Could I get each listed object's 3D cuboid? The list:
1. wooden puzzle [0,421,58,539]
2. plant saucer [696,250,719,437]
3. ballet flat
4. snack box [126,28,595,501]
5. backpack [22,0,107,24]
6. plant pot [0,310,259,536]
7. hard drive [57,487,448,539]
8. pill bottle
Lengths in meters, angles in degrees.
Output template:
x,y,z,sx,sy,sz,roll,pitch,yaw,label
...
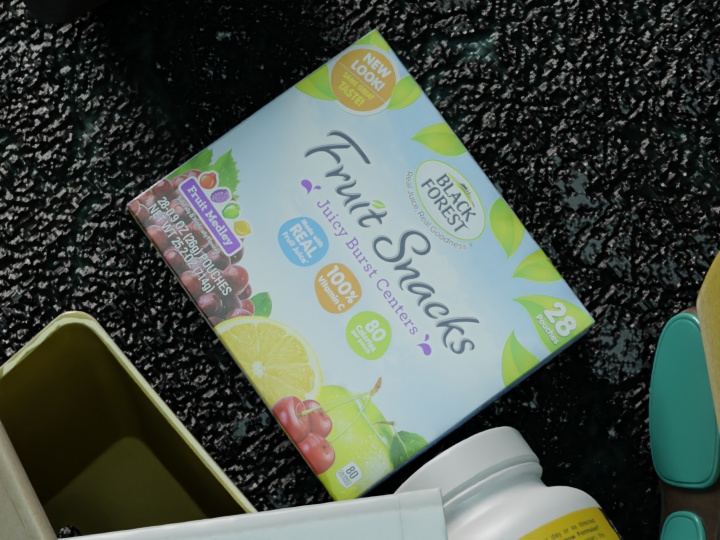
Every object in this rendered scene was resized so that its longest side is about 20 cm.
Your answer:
x,y,z,sx,sy,sz,roll,pitch,yaw,label
-0.215,0.140,0.645,0.185,0.046,0.200,-33,76,8,wooden puzzle
0.230,0.079,0.787,0.048,0.200,0.201,-14,79,35,plant saucer
0.190,0.119,0.824,0.068,0.068,0.201,2,92,-29,ballet flat
0.000,0.000,0.843,0.168,0.068,0.200,-35,83,-4,snack box
-0.148,-0.254,0.844,0.177,0.151,0.200,-30,89,-6,backpack
-0.135,0.165,0.766,0.200,0.176,0.200,-41,83,-5,plant pot
-0.055,0.172,0.662,0.199,0.026,0.132,-8,81,-1,hard drive
0.098,0.183,0.779,0.112,0.112,0.200,-32,67,-4,pill bottle
